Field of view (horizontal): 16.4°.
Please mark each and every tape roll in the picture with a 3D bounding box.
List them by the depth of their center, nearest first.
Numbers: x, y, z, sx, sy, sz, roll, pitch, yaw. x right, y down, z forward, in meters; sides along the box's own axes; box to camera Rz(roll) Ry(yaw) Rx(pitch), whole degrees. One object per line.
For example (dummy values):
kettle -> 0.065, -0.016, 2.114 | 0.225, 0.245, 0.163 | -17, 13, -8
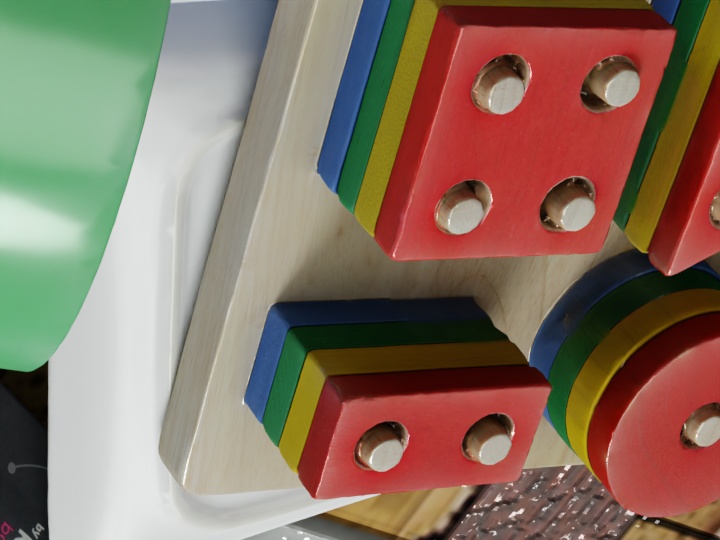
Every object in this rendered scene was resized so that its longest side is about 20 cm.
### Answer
tape roll -> -0.090, -0.077, 0.624 | 0.048, 0.201, 0.201 | 10, 126, -17

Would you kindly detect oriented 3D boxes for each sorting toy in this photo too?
sorting toy -> 0.064, -0.012, 0.718 | 0.198, 0.070, 0.201 | -2, 123, -31

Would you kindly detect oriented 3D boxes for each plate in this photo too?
plate -> 0.000, 0.000, 0.765 | 0.199, 0.032, 0.201 | -14, 126, -26

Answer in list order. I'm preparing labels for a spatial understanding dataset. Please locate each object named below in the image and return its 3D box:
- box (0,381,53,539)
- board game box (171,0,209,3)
box -> -0.134, 0.127, 0.815 | 0.106, 0.123, 0.200 | -6, 139, 36
board game box -> 0.040, -0.147, 0.671 | 0.199, 0.037, 0.152 | -6, 132, -26
